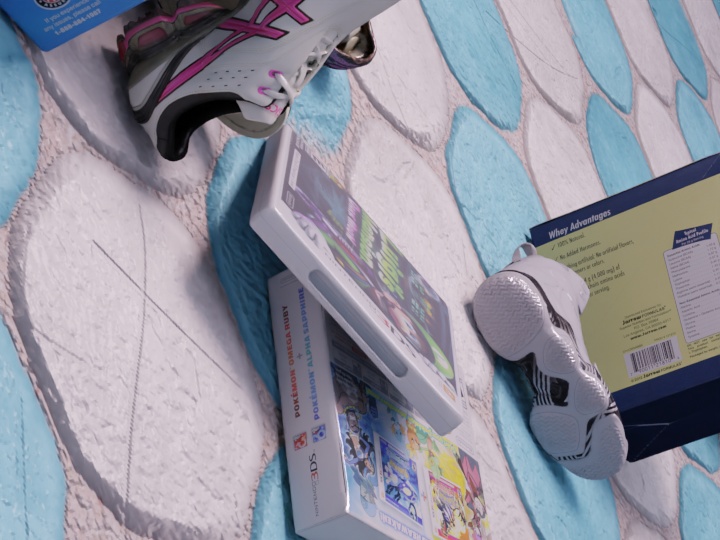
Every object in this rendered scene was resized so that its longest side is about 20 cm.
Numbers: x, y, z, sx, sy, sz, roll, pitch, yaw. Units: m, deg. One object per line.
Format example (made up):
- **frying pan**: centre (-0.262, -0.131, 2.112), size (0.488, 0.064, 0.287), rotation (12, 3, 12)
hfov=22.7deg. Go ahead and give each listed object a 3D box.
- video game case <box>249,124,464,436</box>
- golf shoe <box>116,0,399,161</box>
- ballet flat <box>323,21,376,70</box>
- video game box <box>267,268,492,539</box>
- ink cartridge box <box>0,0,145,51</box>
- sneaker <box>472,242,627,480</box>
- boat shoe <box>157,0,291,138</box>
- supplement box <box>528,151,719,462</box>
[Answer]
- **video game case**: centre (0.000, 0.000, 1.166), size (0.182, 0.023, 0.200), rotation (49, 12, -14)
- **golf shoe**: centre (-0.047, -0.133, 1.066), size (0.073, 0.199, 0.093), rotation (18, 52, -64)
- **ballet flat**: centre (-0.043, -0.232, 1.311), size (0.069, 0.071, 0.200), rotation (-44, 118, -23)
- **video game box**: centre (0.017, 0.113, 1.177), size (0.200, 0.047, 0.183), rotation (38, 34, -48)
- **ink cartridge box**: centre (-0.172, -0.235, 0.958), size (0.200, 0.146, 0.086), rotation (47, 31, -37)
- **sneaker**: centre (0.170, 0.070, 1.497), size (0.201, 0.075, 0.115), rotation (58, 28, -13)
- **boat shoe**: centre (-0.098, -0.179, 1.155), size (0.200, 0.074, 0.066), rotation (53, 27, 1)
- **supplement box**: centre (0.282, 0.036, 1.609), size (0.134, 0.199, 0.201), rotation (32, 42, -53)
